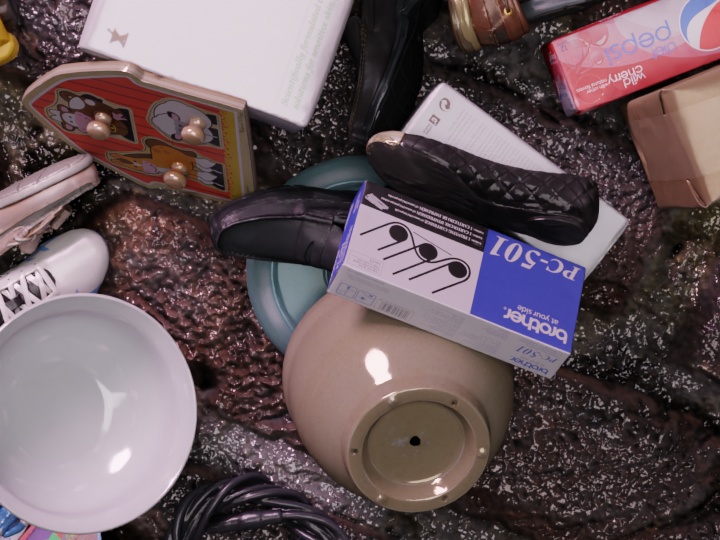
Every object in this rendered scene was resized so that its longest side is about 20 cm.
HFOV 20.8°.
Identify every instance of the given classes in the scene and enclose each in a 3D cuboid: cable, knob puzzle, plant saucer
[{"bbox_3d":[-0.081,0.273,1.718,0.200,0.051,0.164,29,86,-2],"label":"cable"},{"bbox_3d":[-0.186,-0.109,1.616,0.219,0.220,0.031,20,67,-4],"label":"knob puzzle"},{"bbox_3d":[0.000,0.000,1.714,0.199,0.027,0.201,0,93,-4],"label":"plant saucer"}]

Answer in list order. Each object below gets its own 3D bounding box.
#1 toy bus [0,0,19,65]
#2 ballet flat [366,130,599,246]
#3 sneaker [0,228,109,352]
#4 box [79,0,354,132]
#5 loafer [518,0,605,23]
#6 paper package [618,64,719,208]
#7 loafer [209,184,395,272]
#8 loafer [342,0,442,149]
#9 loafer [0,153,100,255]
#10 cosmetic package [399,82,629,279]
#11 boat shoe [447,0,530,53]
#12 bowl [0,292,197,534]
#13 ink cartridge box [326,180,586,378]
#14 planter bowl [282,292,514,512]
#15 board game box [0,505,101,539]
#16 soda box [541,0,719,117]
[{"bbox_3d":[-0.367,-0.252,1.597,0.135,0.192,0.201,-19,96,-4],"label":"toy bus"},{"bbox_3d":[0.100,-0.073,1.612,0.199,0.067,0.057,19,55,-4],"label":"ballet flat"},{"bbox_3d":[-0.298,0.034,1.676,0.200,0.072,0.072,-35,93,-2],"label":"sneaker"},{"bbox_3d":[-0.107,-0.239,1.621,0.199,0.171,0.200,20,92,-4],"label":"box"},{"bbox_3d":[0.224,-0.267,1.693,0.199,0.072,0.063,-15,88,0],"label":"loafer"},{"bbox_3d":[0.339,-0.133,1.644,0.199,0.191,0.104,-23,92,-3],"label":"paper package"},{"bbox_3d":[-0.027,-0.031,1.655,0.200,0.068,0.071,-3,49,-5],"label":"loafer"},{"bbox_3d":[0.017,-0.194,1.674,0.072,0.073,0.201,10,68,18],"label":"loafer"},{"bbox_3d":[-0.305,-0.033,1.676,0.200,0.072,0.063,-25,103,7],"label":"loafer"},{"bbox_3d":[0.124,-0.075,1.681,0.200,0.102,0.074,37,91,-3],"label":"cosmetic package"},{"bbox_3d":[0.105,-0.288,1.672,0.067,0.072,0.201,-7,89,14],"label":"boat shoe"},{"bbox_3d":[-0.246,0.120,1.659,0.200,0.090,0.202,1,87,-25],"label":"bowl"},{"bbox_3d":[0.079,0.007,1.598,0.199,0.044,0.094,22,51,-8],"label":"ink cartridge box"},{"bbox_3d":[0.039,0.118,1.635,0.199,0.135,0.201,-3,117,-6],"label":"planter bowl"},{"bbox_3d":[-0.306,0.222,1.699,0.157,0.039,0.201,-5,94,-3],"label":"board game box"},{"bbox_3d":[0.262,-0.201,1.700,0.199,0.063,0.070,-22,94,-3],"label":"soda box"}]
